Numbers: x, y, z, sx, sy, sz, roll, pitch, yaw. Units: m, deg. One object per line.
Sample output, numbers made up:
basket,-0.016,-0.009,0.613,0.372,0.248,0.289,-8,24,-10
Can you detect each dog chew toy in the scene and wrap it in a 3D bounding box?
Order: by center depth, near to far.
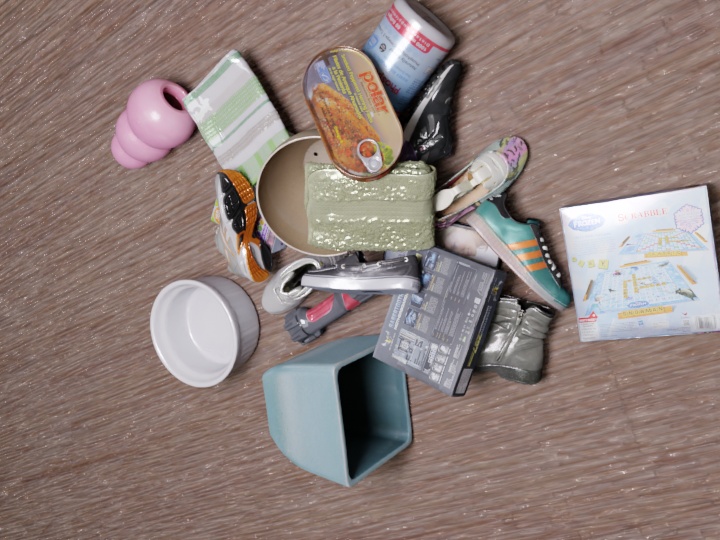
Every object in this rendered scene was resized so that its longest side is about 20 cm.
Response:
dog chew toy,-0.387,-0.257,1.375,0.199,0.124,0.125,-35,84,37

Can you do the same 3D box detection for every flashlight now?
flashlight,-0.055,0.056,1.291,0.199,0.068,0.068,-32,48,35

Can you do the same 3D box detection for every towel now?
towel,0.014,-0.092,1.122,0.197,0.037,0.150,1,122,6
towel,-0.208,-0.248,1.272,0.149,0.031,0.201,-35,82,30

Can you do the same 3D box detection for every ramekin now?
ramekin,-0.285,0.107,1.408,0.198,0.098,0.203,6,104,27

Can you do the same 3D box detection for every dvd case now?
dvd case,0.128,-0.012,1.214,0.198,0.018,0.144,14,108,24

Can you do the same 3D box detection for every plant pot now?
plant pot,-0.055,-0.144,1.199,0.198,0.135,0.202,3,122,5
plant pot,-0.053,0.220,1.267,0.198,0.195,0.199,0,101,35

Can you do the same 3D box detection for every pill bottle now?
pill bottle,0.044,-0.302,1.143,0.109,0.109,0.200,45,117,12

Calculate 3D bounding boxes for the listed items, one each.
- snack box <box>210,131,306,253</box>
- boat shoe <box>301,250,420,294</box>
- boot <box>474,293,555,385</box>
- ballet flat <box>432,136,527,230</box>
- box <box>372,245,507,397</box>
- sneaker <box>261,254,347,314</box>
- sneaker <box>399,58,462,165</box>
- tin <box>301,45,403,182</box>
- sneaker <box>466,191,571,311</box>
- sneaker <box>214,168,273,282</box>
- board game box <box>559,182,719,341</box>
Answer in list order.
snack box,-0.172,-0.152,1.319,0.141,0.053,0.202,28,112,21
boat shoe,0.000,0.000,1.171,0.198,0.070,0.067,-1,79,28
boot,0.197,0.093,1.172,0.198,0.068,0.132,8,110,17
ballet flat,0.164,-0.127,1.130,0.199,0.071,0.070,-37,79,23
box,0.119,0.070,1.155,0.157,0.051,0.202,22,96,35
sneaker,-0.123,0.024,1.297,0.199,0.115,0.074,-36,86,30
sneaker,0.114,-0.222,1.159,0.087,0.076,0.201,29,111,-8
tin,-0.010,-0.222,1.073,0.111,0.042,0.202,-23,80,5
sneaker,0.252,-0.030,1.116,0.080,0.071,0.200,-44,92,7
sneaker,-0.223,-0.073,1.287,0.091,0.076,0.202,3,115,38
board game box,0.397,-0.007,1.063,0.198,0.041,0.202,-7,98,29
